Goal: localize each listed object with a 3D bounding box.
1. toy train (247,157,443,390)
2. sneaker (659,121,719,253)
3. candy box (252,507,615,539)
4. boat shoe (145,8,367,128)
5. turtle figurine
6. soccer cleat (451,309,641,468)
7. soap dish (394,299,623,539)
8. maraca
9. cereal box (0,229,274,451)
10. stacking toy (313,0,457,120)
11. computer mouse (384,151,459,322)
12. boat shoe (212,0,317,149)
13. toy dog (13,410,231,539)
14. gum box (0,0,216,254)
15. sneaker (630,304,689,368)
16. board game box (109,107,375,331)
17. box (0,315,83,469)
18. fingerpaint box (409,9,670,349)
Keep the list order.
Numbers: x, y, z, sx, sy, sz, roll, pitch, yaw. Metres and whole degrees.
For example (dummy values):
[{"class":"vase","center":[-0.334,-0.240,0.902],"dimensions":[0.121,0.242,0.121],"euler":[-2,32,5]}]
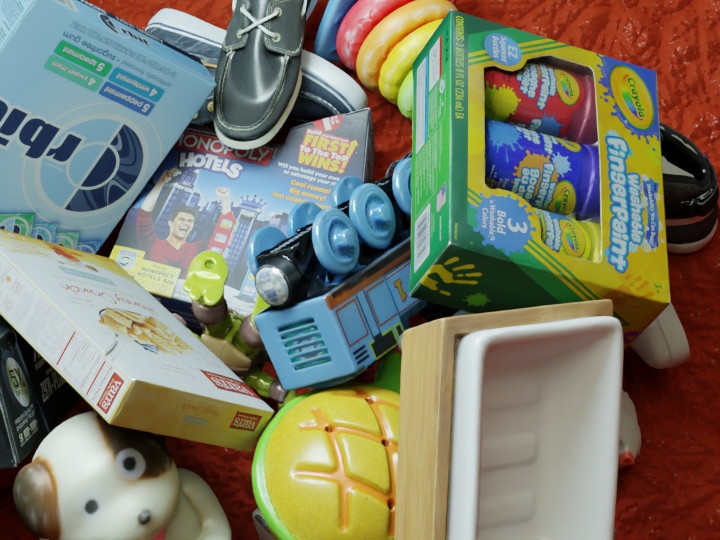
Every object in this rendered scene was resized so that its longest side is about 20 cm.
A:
[{"class":"toy train","center":[0.000,0.000,1.574],"dimensions":[0.086,0.115,0.200],"euler":[-14,12,37]},{"class":"sneaker","center":[0.176,-0.083,1.716],"dimensions":[0.198,0.112,0.074],"euler":[12,61,11]},{"class":"candy box","center":[0.051,0.190,1.598],"dimensions":[0.200,0.072,0.168],"euler":[40,71,22]},{"class":"boat shoe","center":[-0.097,-0.133,1.794],"dimensions":[0.199,0.071,0.091],"euler":[19,66,21]},{"class":"turtle figurine","center":[-0.085,0.058,1.638],"dimensions":[0.199,0.162,0.064],"euler":[35,58,10]},{"class":"soccer cleat","center":[0.127,0.076,1.607],"dimensions":[0.069,0.200,0.078],"euler":[-30,39,29]},{"class":"soap dish","center":[0.093,0.120,1.472],"dimensions":[0.157,0.202,0.081],"euler":[-5,12,-42]},{"class":"maraca","center":[0.011,0.130,1.536],"dimensions":[0.200,0.107,0.137],"euler":[-33,80,-40]},{"class":"cereal box","center":[-0.166,0.045,1.524],"dimensions":[0.200,0.143,0.040],"euler":[39,103,36]},{"class":"stacking toy","center":[0.062,-0.147,1.753],"dimensions":[0.115,0.110,0.201],"euler":[-17,58,-32]},{"class":"computer mouse","center":[0.082,0.008,1.696],"dimensions":[0.199,0.053,0.139],"euler":[36,53,8]},{"class":"boat shoe","center":[-0.077,-0.186,1.741],"dimensions":[0.071,0.068,0.201],"euler":[6,63,16]},{"class":"toy dog","center":[-0.161,0.167,1.552],"dimensions":[0.139,0.200,0.194],"euler":[-29,63,-12]},{"class":"gum box","center":[-0.230,-0.100,1.676],"dimensions":[0.200,0.169,0.045],"euler":[-52,41,16]},{"class":"sneaker","center":[0.143,0.007,1.648],"dimensions":[0.115,0.074,0.201],"euler":[-32,78,-14]},{"class":"board game box","center":[-0.069,-0.039,1.739],"dimensions":[0.198,0.062,0.201],"euler":[15,63,12]},{"class":"box","center":[-0.292,0.078,1.595],"dimensions":[0.162,0.200,0.087],"euler":[-10,102,14]},{"class":"fingerpaint box","center":[0.123,-0.063,1.567],"dimensions":[0.166,0.073,0.201],"euler":[15,54,-18]}]
